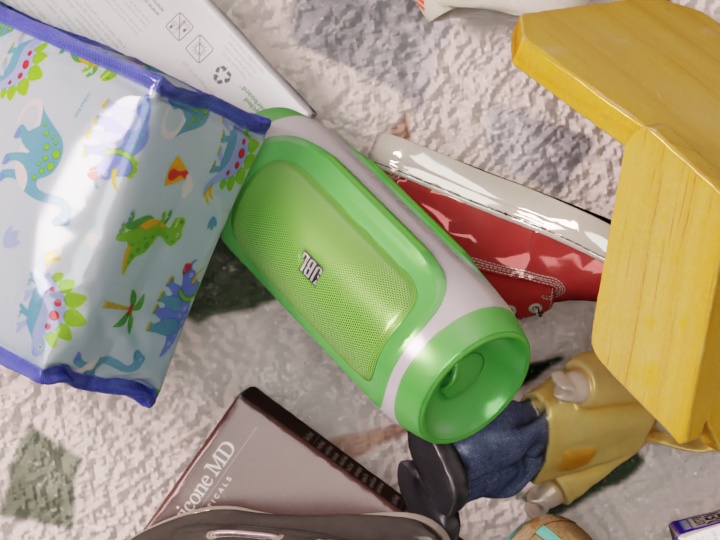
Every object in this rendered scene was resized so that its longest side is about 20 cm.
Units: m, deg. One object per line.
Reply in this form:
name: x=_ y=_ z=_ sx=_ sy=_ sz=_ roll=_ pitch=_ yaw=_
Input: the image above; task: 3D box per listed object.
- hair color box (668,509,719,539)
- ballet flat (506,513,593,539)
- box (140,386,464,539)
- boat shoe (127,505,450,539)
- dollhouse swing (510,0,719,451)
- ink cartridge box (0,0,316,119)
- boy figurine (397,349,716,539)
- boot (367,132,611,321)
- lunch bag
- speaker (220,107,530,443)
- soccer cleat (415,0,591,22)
hair color box: x=0.280 y=0.167 z=1.330 sx=0.199 sy=0.065 sz=0.110 roll=-16 pitch=90 yaw=4
ballet flat: x=0.147 y=0.212 z=1.294 sx=0.068 sy=0.072 sz=0.200 roll=-39 pitch=114 yaw=-17
box: x=-0.011 y=0.162 z=1.338 sx=0.200 sy=0.075 sz=0.100 roll=35 pitch=92 yaw=4
boat shoe: x=-0.050 y=0.161 z=1.266 sx=0.199 sy=0.057 sz=0.067 roll=-7 pitch=104 yaw=17
dollhouse swing: x=0.171 y=-0.031 z=1.286 sx=0.175 sy=0.200 sz=0.183 roll=23 pitch=115 yaw=36
ink cartridge box: x=-0.161 y=-0.091 z=1.360 sx=0.200 sy=0.041 sz=0.200 roll=-42 pitch=88 yaw=3
boy figurine: x=0.118 y=0.092 z=1.318 sx=0.199 sy=0.125 sz=0.065 roll=-13 pitch=52 yaw=-23
boot: x=0.077 y=0.025 z=1.337 sx=0.199 sy=0.072 sz=0.145 roll=20 pitch=91 yaw=11
lunch bag: x=-0.171 y=-0.043 z=1.281 sx=0.199 sy=0.127 sz=0.171 roll=24 pitch=92 yaw=33
speaker: x=0.000 y=0.000 z=1.270 sx=0.088 sy=0.088 sz=0.200 roll=-46 pitch=57 yaw=2
soccer cleat: x=0.033 y=-0.182 z=1.340 sx=0.199 sy=0.069 sz=0.078 roll=24 pitch=94 yaw=0
